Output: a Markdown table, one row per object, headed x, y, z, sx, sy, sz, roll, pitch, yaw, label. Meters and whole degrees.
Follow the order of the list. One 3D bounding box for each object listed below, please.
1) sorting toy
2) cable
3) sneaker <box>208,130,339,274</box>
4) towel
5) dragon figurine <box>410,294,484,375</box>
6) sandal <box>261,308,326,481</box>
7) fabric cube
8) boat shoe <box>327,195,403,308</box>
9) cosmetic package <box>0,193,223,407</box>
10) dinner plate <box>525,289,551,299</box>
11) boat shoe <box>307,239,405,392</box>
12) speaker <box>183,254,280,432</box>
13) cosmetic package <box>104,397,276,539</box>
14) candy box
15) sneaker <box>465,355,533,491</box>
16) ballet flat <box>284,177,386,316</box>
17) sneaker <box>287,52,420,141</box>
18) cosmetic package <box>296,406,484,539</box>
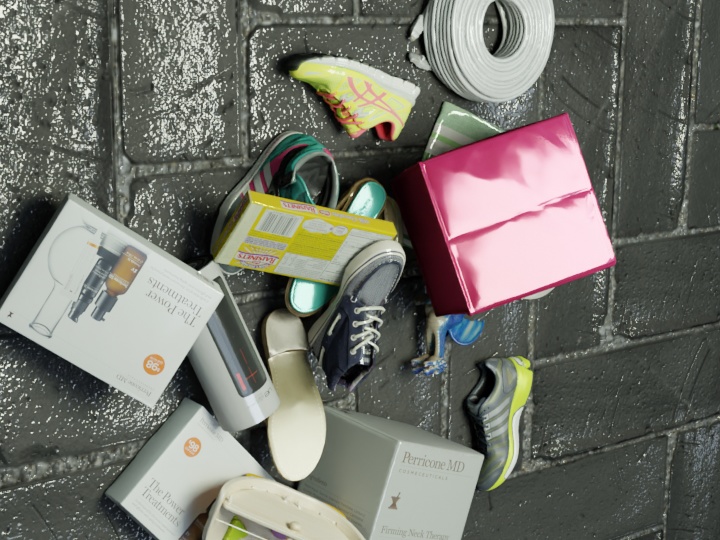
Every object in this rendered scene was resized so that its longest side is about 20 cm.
| x | y | z | sx | sy | sz | roll | pitch | yaw | label |
| --- | --- | --- | --- | --- | --- | --- | --- | --- | --- |
| -0.115 | 0.361 | 1.518 | 0.198 | 0.107 | 0.181 | 25 | 101 | -10 | sorting toy |
| 0.174 | -0.326 | 1.666 | 0.199 | 0.069 | 0.202 | 29 | 82 | -37 | cable |
| -0.093 | -0.074 | 1.489 | 0.083 | 0.120 | 0.201 | 39 | 77 | -35 | sneaker |
| 0.145 | -0.105 | 1.687 | 0.151 | 0.023 | 0.202 | 22 | 87 | -13 | towel |
| 0.131 | 0.066 | 1.721 | 0.200 | 0.058 | 0.100 | -38 | 121 | -36 | dragon figurine |
| -0.094 | 0.159 | 1.578 | 0.077 | 0.070 | 0.214 | -3 | 80 | -21 | sandal |
| 0.175 | -0.063 | 1.579 | 0.197 | 0.196 | 0.202 | -20 | 91 | -11 | fabric cube |
| 0.000 | 0.000 | 1.609 | 0.064 | 0.072 | 0.202 | 10 | 99 | -38 | boat shoe |
| -0.273 | 0.034 | 1.364 | 0.199 | 0.052 | 0.152 | 32 | 94 | -18 | cosmetic package |
| 0.239 | -0.061 | 1.766 | 0.199 | 0.024 | 0.203 | 7 | 80 | -41 | dinner plate |
| 0.007 | 0.061 | 1.508 | 0.074 | 0.093 | 0.201 | 3 | 136 | -31 | boat shoe |
| -0.168 | 0.088 | 1.476 | 0.081 | 0.081 | 0.202 | -31 | 107 | -27 | speaker |
| -0.194 | 0.278 | 1.536 | 0.151 | 0.051 | 0.200 | -52 | 124 | -19 | cosmetic package |
| -0.064 | -0.034 | 1.464 | 0.198 | 0.027 | 0.102 | 11 | 134 | -31 | candy box |
| 0.185 | 0.217 | 1.800 | 0.080 | 0.074 | 0.202 | 12 | 87 | -28 | sneaker |
| -0.038 | -0.030 | 1.570 | 0.068 | 0.072 | 0.201 | 33 | 79 | -20 | ballet flat |
| -0.009 | -0.213 | 1.550 | 0.199 | 0.078 | 0.091 | 14 | 93 | -38 | sneaker |
| 0.027 | 0.304 | 1.628 | 0.166 | 0.166 | 0.202 | 16 | 90 | -41 | cosmetic package |
